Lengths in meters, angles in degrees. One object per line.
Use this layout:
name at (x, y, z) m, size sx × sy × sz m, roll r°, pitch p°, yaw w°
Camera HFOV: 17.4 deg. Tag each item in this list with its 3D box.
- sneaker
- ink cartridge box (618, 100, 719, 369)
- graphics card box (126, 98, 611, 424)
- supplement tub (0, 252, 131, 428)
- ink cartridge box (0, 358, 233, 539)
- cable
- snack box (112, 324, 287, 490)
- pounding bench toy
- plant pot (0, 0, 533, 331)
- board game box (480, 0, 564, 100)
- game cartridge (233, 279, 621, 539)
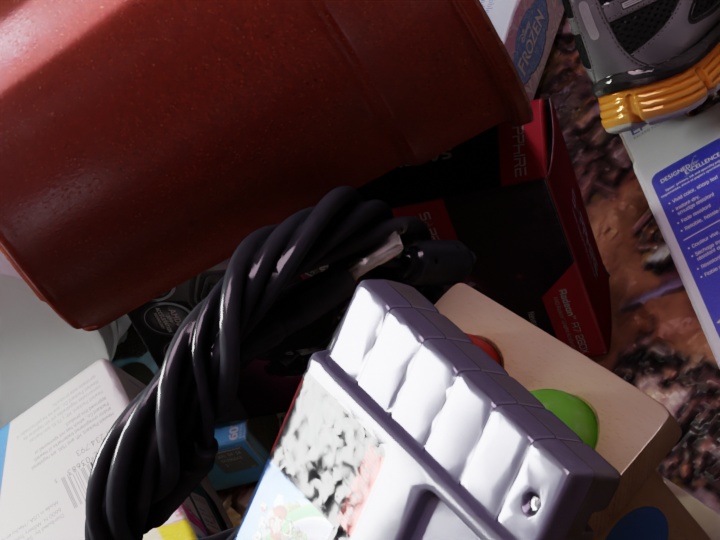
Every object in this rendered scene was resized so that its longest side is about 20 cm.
sneaker at (0.153, -0.141, 1.058) m, size 0.078 × 0.077 × 0.200 m, roll -18°, pitch 21°, yaw 39°
ink cartridge box at (0.183, -0.013, 0.987) m, size 0.099 × 0.039 × 0.200 m, roll -29°, pitch 44°, yaw 13°
graphics card box at (0.000, 0.000, 1.016) m, size 0.199 × 0.126 × 0.051 m, roll -9°, pitch 50°, yaw 13°
supplement tub at (-0.171, -0.038, 1.130) m, size 0.145 × 0.145 × 0.200 m, roll -18°, pitch 45°, yaw 23°
ink cartridge box at (-0.103, 0.153, 1.012) m, size 0.116 × 0.067 × 0.200 m, roll -35°, pitch 58°, yaw 7°
cable at (-0.036, 0.062, 0.900) m, size 0.051 × 0.163 × 0.200 m, roll 40°, pitch 104°, yaw 24°
snack box at (-0.087, 0.022, 1.154) m, size 0.116 × 0.037 × 0.200 m, roll -16°, pitch 47°, yaw 24°
pounding bench toy at (0.083, 0.119, 0.858) m, size 0.124 × 0.156 × 0.200 m, roll -48°, pitch 43°, yaw -9°
plant pot at (-0.068, -0.088, 0.913) m, size 0.195 × 0.201 × 0.201 m, roll -34°, pitch 42°, yaw 0°
board game box at (0.022, -0.161, 1.226) m, size 0.199 × 0.043 × 0.200 m, roll -2°, pitch 54°, yaw 36°
game cartridge at (0.002, 0.118, 0.801) m, size 0.130 × 0.038 × 0.200 m, roll 40°, pitch 115°, yaw 40°
